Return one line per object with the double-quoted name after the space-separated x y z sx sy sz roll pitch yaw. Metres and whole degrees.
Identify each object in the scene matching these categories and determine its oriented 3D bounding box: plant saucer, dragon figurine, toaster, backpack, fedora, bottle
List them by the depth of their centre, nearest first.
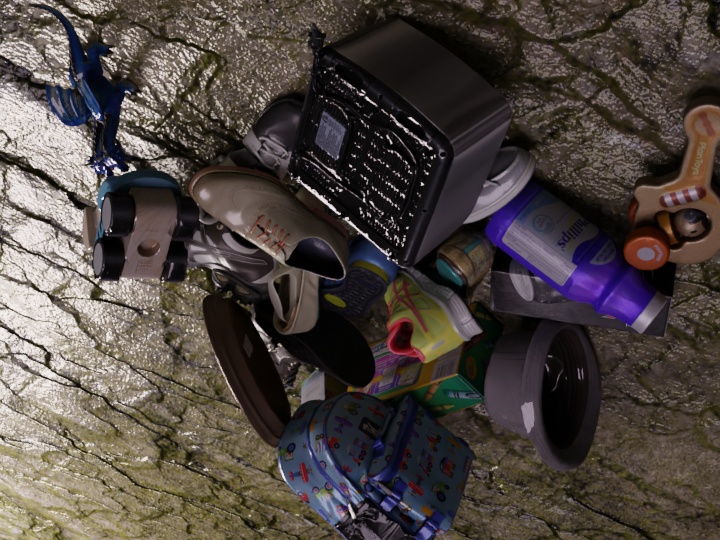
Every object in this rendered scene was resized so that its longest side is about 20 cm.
0.033 -0.135 1.191 0.181 0.119 0.200 39 141 19 "toaster"
0.231 -0.011 1.276 0.200 0.084 0.065 38 141 12 "bottle"
-0.302 -0.195 1.316 0.059 0.099 0.200 -8 131 27 "dragon figurine"
0.012 0.222 1.404 0.200 0.183 0.135 42 126 -6 "backpack"
0.207 0.140 1.417 0.090 0.177 0.200 3 156 32 "fedora"
-0.131 0.115 1.438 0.029 0.200 0.200 -25 126 5 "plant saucer"

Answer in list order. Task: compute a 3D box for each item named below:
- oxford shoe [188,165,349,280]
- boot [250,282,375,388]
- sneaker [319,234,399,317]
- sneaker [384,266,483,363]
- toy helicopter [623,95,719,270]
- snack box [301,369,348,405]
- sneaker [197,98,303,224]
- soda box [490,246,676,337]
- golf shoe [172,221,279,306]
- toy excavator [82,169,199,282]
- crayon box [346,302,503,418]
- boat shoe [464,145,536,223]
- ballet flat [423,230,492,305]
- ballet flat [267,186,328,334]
-0.093 -0.051 1.306 0.200 0.074 0.071 23 116 -23 "oxford shoe"
-0.080 0.108 1.557 0.200 0.069 0.174 38 147 8 "boot"
0.000 0.000 1.438 0.066 0.079 0.200 28 156 -10 "sneaker"
0.058 0.054 1.363 0.078 0.090 0.200 51 172 -16 "sneaker"
0.343 -0.085 1.205 0.132 0.079 0.200 10 133 11 "toy helicopter"
0.011 0.227 1.598 0.200 0.142 0.053 40 110 -19 "snack box"
-0.117 -0.112 1.343 0.074 0.089 0.200 37 134 -15 "sneaker"
0.248 0.016 1.351 0.200 0.063 0.071 8 136 12 "soda box"
-0.183 -0.040 1.464 0.200 0.078 0.095 28 106 8 "golf shoe"
-0.269 -0.059 1.387 0.100 0.200 0.195 1 130 -26 "toy excavator"
0.074 0.127 1.491 0.200 0.119 0.058 -24 122 38 "crayon box"
0.094 -0.094 1.292 0.202 0.074 0.065 -13 133 39 "boat shoe"
0.114 -0.001 1.369 0.071 0.071 0.200 19 167 2 "ballet flat"
-0.077 -0.010 1.409 0.069 0.069 0.200 10 120 11 "ballet flat"
